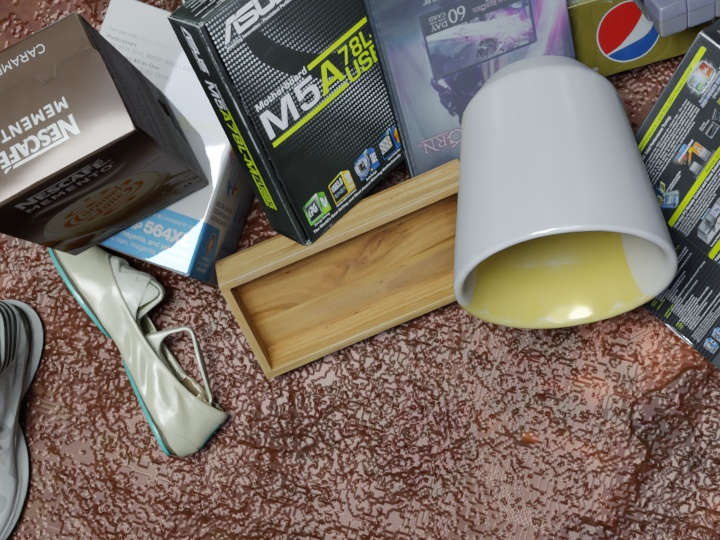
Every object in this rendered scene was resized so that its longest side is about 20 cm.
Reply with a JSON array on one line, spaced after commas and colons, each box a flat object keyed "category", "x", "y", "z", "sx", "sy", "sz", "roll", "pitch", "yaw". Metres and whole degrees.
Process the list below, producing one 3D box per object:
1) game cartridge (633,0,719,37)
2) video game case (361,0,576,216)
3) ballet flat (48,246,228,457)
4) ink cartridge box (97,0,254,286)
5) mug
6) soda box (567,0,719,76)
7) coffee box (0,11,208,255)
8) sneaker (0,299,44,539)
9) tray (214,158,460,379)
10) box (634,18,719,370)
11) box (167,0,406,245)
[{"category": "game cartridge", "x": 0.237, "y": -0.254, "z": 0.926, "sx": 0.128, "sy": 0.039, "sz": 0.201, "roll": -23, "pitch": 44, "yaw": 2}, {"category": "video game case", "x": 0.087, "y": -0.146, "z": 0.917, "sx": 0.141, "sy": 0.019, "sz": 0.202, "roll": -21, "pitch": 127, "yaw": -4}, {"category": "ballet flat", "x": -0.166, "y": 0.046, "z": 0.984, "sx": 0.069, "sy": 0.069, "sz": 0.202, "roll": -30, "pitch": 92, "yaw": 2}, {"category": "ink cartridge box", "x": -0.139, "y": -0.106, "z": 0.961, "sx": 0.124, "sy": 0.129, "sz": 0.203, "roll": 19, "pitch": 88, "yaw": 6}, {"category": "mug", "x": 0.121, "y": -0.052, "z": 0.885, "sx": 0.148, "sy": 0.186, "sz": 0.155, "roll": 12, "pitch": 60, "yaw": -29}, {"category": "soda box", "x": 0.226, "y": -0.205, "z": 0.956, "sx": 0.197, "sy": 0.064, "sz": 0.068, "roll": -16, "pitch": 128, "yaw": 3}, {"category": "coffee box", "x": -0.180, "y": -0.076, "z": 0.798, "sx": 0.113, "sy": 0.200, "sz": 0.081, "roll": -28, "pitch": 83, "yaw": 3}, {"category": "sneaker", "x": -0.299, "y": 0.120, "z": 0.963, "sx": 0.074, "sy": 0.115, "sz": 0.204, "roll": 7, "pitch": 86, "yaw": 5}, {"category": "tray", "x": 0.000, "y": 0.000, "z": 0.960, "sx": 0.198, "sy": 0.037, "sz": 0.099, "roll": -23, "pitch": 126, "yaw": 2}, {"category": "box", "x": 0.258, "y": -0.047, "z": 0.891, "sx": 0.160, "sy": 0.044, "sz": 0.201, "roll": 41, "pitch": 131, "yaw": 18}, {"category": "box", "x": -0.017, "y": -0.153, "z": 0.907, "sx": 0.200, "sy": 0.195, "sz": 0.047, "roll": -42, "pitch": 43, "yaw": -22}]
